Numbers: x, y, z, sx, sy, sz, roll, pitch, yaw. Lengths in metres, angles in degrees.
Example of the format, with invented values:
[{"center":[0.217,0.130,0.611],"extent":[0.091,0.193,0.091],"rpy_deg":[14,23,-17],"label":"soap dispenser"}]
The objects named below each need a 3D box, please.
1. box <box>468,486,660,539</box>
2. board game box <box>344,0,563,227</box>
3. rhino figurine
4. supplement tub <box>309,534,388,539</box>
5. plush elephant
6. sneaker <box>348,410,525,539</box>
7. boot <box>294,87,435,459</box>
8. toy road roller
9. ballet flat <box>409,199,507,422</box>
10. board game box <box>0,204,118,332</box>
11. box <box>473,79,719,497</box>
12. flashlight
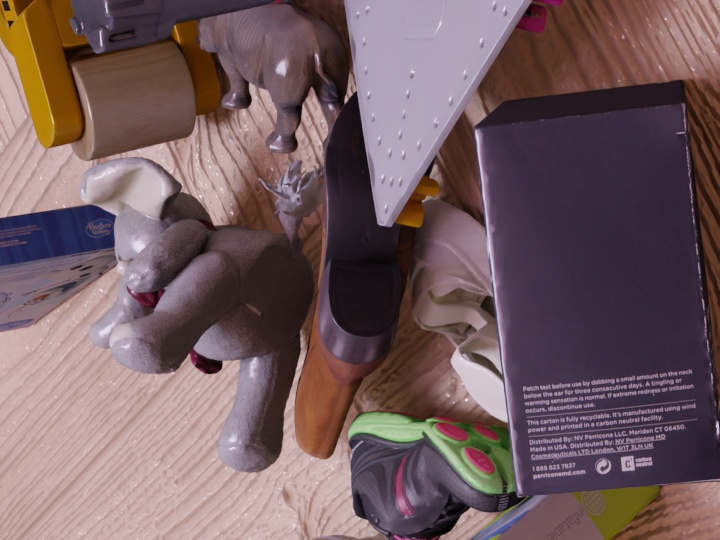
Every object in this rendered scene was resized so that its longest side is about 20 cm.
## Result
[{"center":[0.070,0.178,1.295],"extent":[0.048,0.200,0.122],"rpy_deg":[53,139,4],"label":"box"},{"center":[0.049,-0.158,1.305],"extent":[0.200,0.026,0.200],"rpy_deg":[122,151,-42],"label":"board game box"},{"center":[-0.065,-0.147,1.489],"extent":[0.200,0.060,0.088],"rpy_deg":[43,141,51],"label":"rhino figurine"},{"center":[-0.045,0.252,1.464],"extent":[0.145,0.199,0.146],"rpy_deg":[18,113,48],"label":"supplement tub"},{"center":[-0.118,0.006,1.519],"extent":[0.154,0.165,0.201],"rpy_deg":[10,70,41],"label":"plush elephant"},{"center":[0.050,0.131,1.390],"extent":[0.200,0.076,0.084],"rpy_deg":[177,102,-70],"label":"sneaker"},{"center":[0.000,0.000,1.440],"extent":[0.200,0.068,0.189],"rpy_deg":[108,163,-65],"label":"boot"},{"center":[-0.193,-0.170,1.606],"extent":[0.146,0.122,0.201],"rpy_deg":[-33,73,66],"label":"toy road roller"},{"center":[0.072,0.032,1.364],"extent":[0.200,0.069,0.070],"rpy_deg":[53,136,29],"label":"ballet flat"},{"center":[-0.296,0.009,1.714],"extent":[0.199,0.199,0.044],"rpy_deg":[-32,73,50],"label":"board game box"},{"center":[0.125,0.002,1.170],"extent":[0.104,0.200,0.183],"rpy_deg":[-5,96,8],"label":"box"},{"center":[-0.087,-0.188,1.390],"extent":[0.068,0.200,0.068],"rpy_deg":[41,132,37],"label":"flashlight"}]
